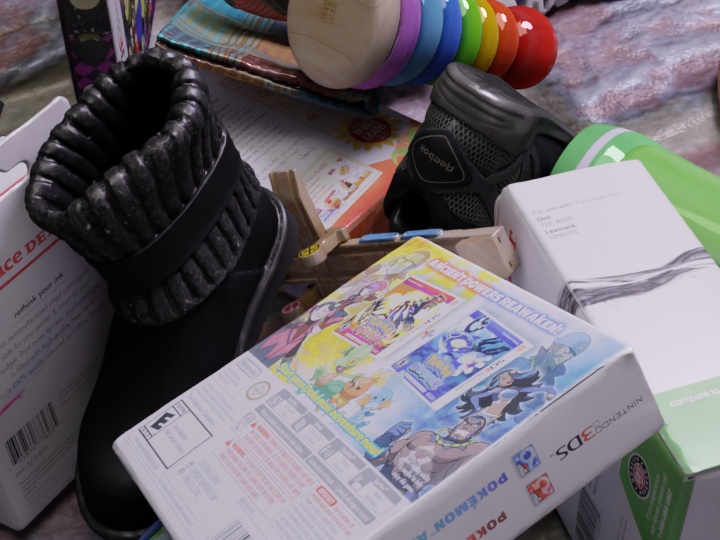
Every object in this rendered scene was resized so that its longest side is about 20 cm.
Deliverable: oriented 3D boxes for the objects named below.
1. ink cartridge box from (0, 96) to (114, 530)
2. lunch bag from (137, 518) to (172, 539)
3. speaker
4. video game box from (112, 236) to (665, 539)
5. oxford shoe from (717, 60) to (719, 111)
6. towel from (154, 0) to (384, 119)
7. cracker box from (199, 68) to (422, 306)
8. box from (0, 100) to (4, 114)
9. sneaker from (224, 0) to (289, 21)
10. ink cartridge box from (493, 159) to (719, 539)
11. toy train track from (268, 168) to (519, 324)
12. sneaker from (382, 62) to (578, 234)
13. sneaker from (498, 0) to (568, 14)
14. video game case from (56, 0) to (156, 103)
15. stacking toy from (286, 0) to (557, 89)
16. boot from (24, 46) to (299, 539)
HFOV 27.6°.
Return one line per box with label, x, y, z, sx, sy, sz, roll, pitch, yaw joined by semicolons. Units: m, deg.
ink cartridge box;-0.182;0.016;0.739;0.067;0.202;0.115;18;46;30
lunch bag;-0.036;0.163;0.679;0.160;0.083;0.200;26;49;29
speaker;0.203;-0.010;0.847;0.199;0.089;0.088;33;53;30
video game box;0.001;0.069;0.622;0.181;0.047;0.200;-36;24;-10
oxford shoe;0.284;-0.102;0.946;0.070;0.074;0.201;-6;44;-6
towel;-0.051;-0.149;0.964;0.145;0.022;0.200;16;19;-2
cracker box;-0.061;-0.069;0.931;0.199;0.058;0.134;28;49;25
box;-0.274;-0.020;0.860;0.109;0.035;0.201;-30;37;26
sneaker;-0.002;-0.185;0.964;0.199;0.072;0.098;2;24;-38
ink cartridge box;0.138;0.064;0.728;0.083;0.147;0.201;-12;46;-14
toy train track;0.000;0.000;0.789;0.199;0.116;0.032;-4;30;48
sneaker;0.073;-0.057;0.886;0.076;0.115;0.199;37;14;16
sneaker;0.166;-0.254;1.096;0.198;0.089;0.081;-22;46;-22
video game case;-0.171;-0.211;0.991;0.035;0.183;0.201;-1;43;0
stacking toy;0.050;-0.148;0.913;0.199;0.086;0.085;1;33;-47
boot;-0.109;0.016;0.710;0.078;0.158;0.213;10;71;21
